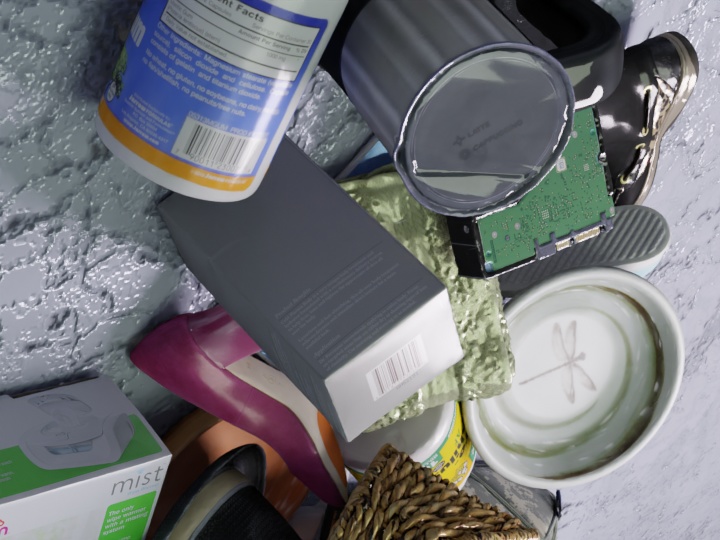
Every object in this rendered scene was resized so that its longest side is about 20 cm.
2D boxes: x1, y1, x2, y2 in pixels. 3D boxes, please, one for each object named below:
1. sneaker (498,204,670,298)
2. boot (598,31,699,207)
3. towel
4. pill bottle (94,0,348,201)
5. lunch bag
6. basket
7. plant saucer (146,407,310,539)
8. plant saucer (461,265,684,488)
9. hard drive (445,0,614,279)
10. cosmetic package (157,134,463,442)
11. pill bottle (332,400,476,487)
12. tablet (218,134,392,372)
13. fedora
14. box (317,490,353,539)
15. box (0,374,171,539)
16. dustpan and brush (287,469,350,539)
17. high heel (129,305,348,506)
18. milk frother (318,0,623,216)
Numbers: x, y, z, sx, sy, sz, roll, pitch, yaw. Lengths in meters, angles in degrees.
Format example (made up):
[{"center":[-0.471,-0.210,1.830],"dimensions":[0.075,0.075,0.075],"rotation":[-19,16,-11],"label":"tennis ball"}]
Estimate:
[{"center":[0.158,-0.002,1.384],"dimensions":[0.199,0.074,0.082],"rotation":[-4,153,-2],"label":"sneaker"},{"center":[0.181,-0.104,1.355],"dimensions":[0.150,0.073,0.201],"rotation":[-11,141,-36],"label":"boot"},{"center":[0.037,0.016,1.239],"dimensions":[0.148,0.036,0.201],"rotation":[-15,108,-10],"label":"towel"},{"center":[-0.073,-0.152,0.982],"dimensions":[0.112,0.112,0.201],"rotation":[1,123,-49],"label":"pill bottle"},{"center":[0.102,0.290,1.625],"dimensions":[0.201,0.139,0.168],"rotation":[-59,161,19],"label":"lunch bag"},{"center":[0.025,0.259,1.226],"dimensions":[0.201,0.149,0.143],"rotation":[-61,175,19],"label":"basket"},{"center":[-0.114,0.170,1.336],"dimensions":[0.200,0.037,0.201],"rotation":[-29,143,-25],"label":"plant saucer"},{"center":[0.169,0.082,1.362],"dimensions":[0.199,0.050,0.201],"rotation":[-8,114,-18],"label":"plant saucer"},{"center":[0.113,-0.108,1.211],"dimensions":[0.139,0.038,0.201],"rotation":[-21,105,-31],"label":"hard drive"},{"center":[-0.035,0.004,1.107],"dimensions":[0.107,0.200,0.090],"rotation":[-35,143,-12],"label":"cosmetic package"},{"center":[0.037,0.137,1.383],"dimensions":[0.113,0.113,0.200],"rotation":[-43,156,-6],"label":"pill bottle"},{"center":[0.000,0.000,1.250],"dimensions":[0.130,0.014,0.200],"rotation":[43,91,-21],"label":"tablet"},{"center":[-0.095,0.228,1.250],"dimensions":[0.201,0.091,0.201],"rotation":[-54,165,-23],"label":"fedora"},{"center":[-0.009,0.275,1.436],"dimensions":[0.200,0.046,0.160],"rotation":[21,83,-80],"label":"box"},{"center":[-0.253,0.182,1.140],"dimensions":[0.199,0.097,0.177],"rotation":[-11,135,-41],"label":"box"},{"center":[-0.041,0.229,1.447],"dimensions":[0.140,0.057,0.201],"rotation":[25,73,-80],"label":"dustpan and brush"},{"center":[-0.084,0.112,1.224],"dimensions":[0.096,0.067,0.200],"rotation":[-24,123,12],"label":"high heel"},{"center":[0.053,-0.176,1.015],"dimensions":[0.180,0.188,0.200],"rotation":[-31,131,-3],"label":"milk frother"}]
